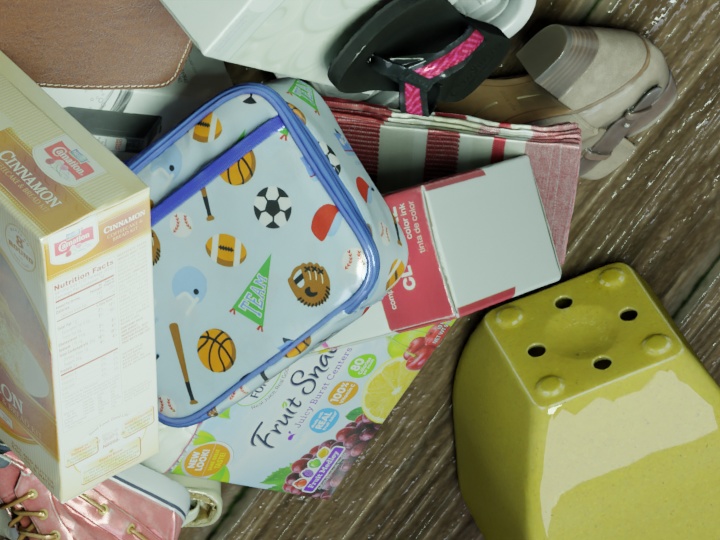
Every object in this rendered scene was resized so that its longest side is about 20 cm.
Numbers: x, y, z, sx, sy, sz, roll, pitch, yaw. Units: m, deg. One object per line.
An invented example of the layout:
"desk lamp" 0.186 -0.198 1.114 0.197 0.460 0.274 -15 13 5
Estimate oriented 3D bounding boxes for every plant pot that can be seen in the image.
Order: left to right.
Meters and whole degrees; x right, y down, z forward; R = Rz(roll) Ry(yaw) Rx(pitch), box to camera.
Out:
"plant pot" 0.172 0.115 1.775 0.194 0.195 0.201 -21 130 -6

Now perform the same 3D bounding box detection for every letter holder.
"letter holder" -0.186 -0.188 1.376 0.198 0.101 0.143 3 131 -28

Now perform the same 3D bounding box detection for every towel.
"towel" 0.040 -0.056 1.576 0.198 0.023 0.144 6 146 2

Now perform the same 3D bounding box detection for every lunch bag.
"lunch bag" -0.083 -0.012 1.420 0.199 0.161 0.075 -34 177 24

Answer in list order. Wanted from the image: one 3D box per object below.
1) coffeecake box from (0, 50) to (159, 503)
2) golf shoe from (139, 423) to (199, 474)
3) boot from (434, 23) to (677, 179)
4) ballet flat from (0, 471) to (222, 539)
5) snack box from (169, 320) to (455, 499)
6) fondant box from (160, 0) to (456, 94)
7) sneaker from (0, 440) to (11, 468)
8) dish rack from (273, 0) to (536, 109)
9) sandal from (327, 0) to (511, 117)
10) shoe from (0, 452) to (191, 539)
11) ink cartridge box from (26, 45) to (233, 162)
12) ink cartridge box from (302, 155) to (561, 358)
"coffeecake box" -0.185 0.003 1.367 0.073 0.153 0.201 -27 139 -29
"golf shoe" -0.129 0.046 1.642 0.091 0.075 0.201 21 112 -20
"boot" 0.117 -0.092 1.642 0.199 0.071 0.146 -34 149 23
"ballet flat" -0.189 0.168 1.724 0.198 0.070 0.070 -6 133 -21
"snack box" -0.037 0.067 1.718 0.141 0.053 0.201 14 123 -33
"fondant box" -0.009 -0.180 1.383 0.144 0.058 0.200 -47 159 18
"sneaker" -0.265 0.144 1.580 0.145 0.077 0.203 -20 134 13
"dish rack" 0.004 -0.188 1.507 0.171 0.044 0.200 -32 136 4
"sandal" 0.047 -0.122 1.451 0.075 0.045 0.200 -47 160 20
"shoe" -0.214 0.159 1.648 0.199 0.092 0.071 25 153 -19
"ink cartridge box" -0.191 -0.081 1.482 0.199 0.084 0.145 4 129 -29
"ink cartridge box" 0.000 0.000 1.511 0.199 0.084 0.145 -15 -178 32
